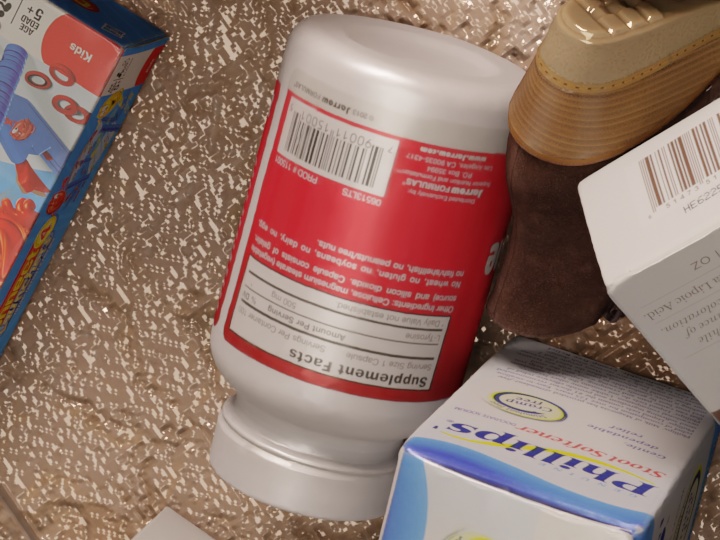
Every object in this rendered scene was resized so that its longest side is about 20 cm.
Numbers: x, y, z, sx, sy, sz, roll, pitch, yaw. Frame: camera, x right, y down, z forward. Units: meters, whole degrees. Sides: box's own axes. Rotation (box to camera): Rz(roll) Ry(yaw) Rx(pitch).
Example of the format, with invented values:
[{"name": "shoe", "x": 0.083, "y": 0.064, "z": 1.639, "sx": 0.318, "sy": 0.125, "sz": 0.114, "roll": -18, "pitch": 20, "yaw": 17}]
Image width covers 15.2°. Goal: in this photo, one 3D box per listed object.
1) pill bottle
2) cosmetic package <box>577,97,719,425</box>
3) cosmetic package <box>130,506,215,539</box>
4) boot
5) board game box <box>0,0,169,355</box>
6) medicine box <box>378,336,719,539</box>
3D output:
[{"name": "pill bottle", "x": 0.000, "y": 0.000, "z": 1.154, "sx": 0.112, "sy": 0.112, "sz": 0.200, "roll": 19, "pitch": 106, "yaw": 12}, {"name": "cosmetic package", "x": 0.181, "y": 0.021, "z": 1.073, "sx": 0.102, "sy": 0.074, "sz": 0.200, "roll": -31, "pitch": 126, "yaw": 18}, {"name": "cosmetic package", "x": -0.108, "y": 0.224, "z": 1.248, "sx": 0.108, "sy": 0.085, "sz": 0.200, "roll": 33, "pitch": 107, "yaw": 5}, {"name": "boot", "x": 0.146, "y": -0.059, "z": 1.119, "sx": 0.166, "sy": 0.200, "sz": 0.072, "roll": 98, "pitch": 149, "yaw": -44}, {"name": "board game box", "x": -0.221, "y": -0.072, "z": 1.233, "sx": 0.200, "sy": 0.056, "sz": 0.196, "roll": 32, "pitch": 108, "yaw": 8}, {"name": "medicine box", "x": 0.066, "y": 0.145, "z": 1.118, "sx": 0.103, "sy": 0.200, "sz": 0.182, "roll": 17, "pitch": 106, "yaw": 12}]
